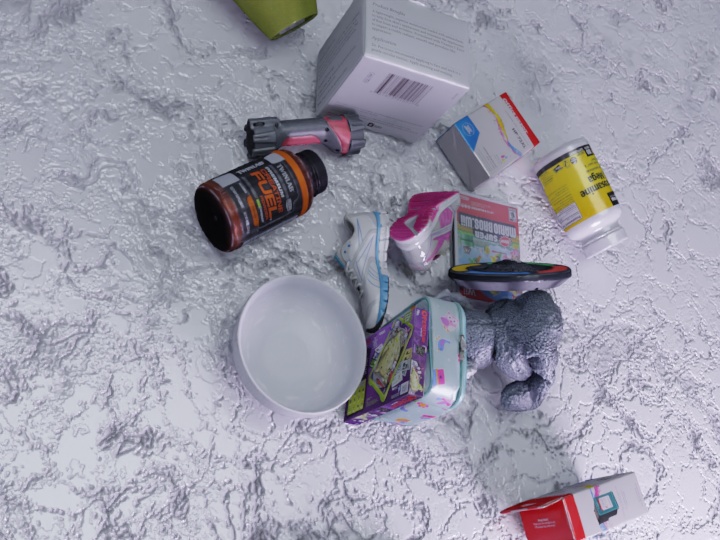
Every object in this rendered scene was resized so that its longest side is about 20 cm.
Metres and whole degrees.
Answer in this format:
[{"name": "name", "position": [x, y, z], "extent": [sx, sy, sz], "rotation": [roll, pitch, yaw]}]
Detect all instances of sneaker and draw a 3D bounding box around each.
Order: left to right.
[{"name": "sneaker", "position": [0.000, 0.000, 1.280], "extent": [0.084, 0.075, 0.205], "rotation": [4, 65, -12]}, {"name": "sneaker", "position": [0.112, -0.068, 1.357], "extent": [0.200, 0.080, 0.090], "rotation": [-47, 130, -45]}]

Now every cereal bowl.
[{"name": "cereal bowl", "position": [-0.094, 0.114, 1.167], "extent": [0.195, 0.083, 0.205], "rotation": [10, 67, -24]}]

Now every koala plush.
[{"name": "koala plush", "position": [0.203, 0.108, 1.289], "extent": [0.194, 0.185, 0.181], "rotation": [4, 57, -6]}]

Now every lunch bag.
[{"name": "lunch bag", "position": [0.083, 0.130, 1.185], "extent": [0.075, 0.200, 0.164], "rotation": [16, 62, -22]}]

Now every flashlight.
[{"name": "flashlight", "position": [-0.089, -0.212, 1.314], "extent": [0.196, 0.068, 0.069], "rotation": [-12, 79, -26]}]

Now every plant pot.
[{"name": "plant pot", "position": [-0.154, -0.492, 1.336], "extent": [0.186, 0.185, 0.203], "rotation": [-34, 103, -33]}]

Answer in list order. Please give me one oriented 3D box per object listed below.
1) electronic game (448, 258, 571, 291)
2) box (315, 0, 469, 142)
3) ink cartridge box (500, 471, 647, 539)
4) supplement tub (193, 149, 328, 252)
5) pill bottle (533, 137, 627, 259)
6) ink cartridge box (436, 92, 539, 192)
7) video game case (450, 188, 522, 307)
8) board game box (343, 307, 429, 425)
[{"name": "electronic game", "position": [0.237, 0.003, 1.304], "extent": [0.195, 0.199, 0.043], "rotation": [-4, 96, -28]}, {"name": "box", "position": [0.049, -0.332, 1.350], "extent": [0.194, 0.200, 0.134], "rotation": [11, 67, -23]}, {"name": "ink cartridge box", "position": [0.328, 0.373, 1.260], "extent": [0.196, 0.116, 0.069], "rotation": [-8, 74, -29]}, {"name": "supplement tub", "position": [-0.142, -0.114, 1.218], "extent": [0.198, 0.107, 0.108], "rotation": [-31, 86, -33]}, {"name": "pill bottle", "position": [0.412, -0.131, 1.514], "extent": [0.111, 0.112, 0.204], "rotation": [-21, 81, -32]}, {"name": "ink cartridge box", "position": [0.246, -0.244, 1.497], "extent": [0.199, 0.067, 0.117], "rotation": [-35, 89, -34]}, {"name": "video game case", "position": [0.220, -0.034, 1.431], "extent": [0.140, 0.017, 0.205], "rotation": [12, 66, -24]}, {"name": "board game box", "position": [0.034, 0.140, 1.155], "extent": [0.032, 0.199, 0.123], "rotation": [13, 65, -23]}]
